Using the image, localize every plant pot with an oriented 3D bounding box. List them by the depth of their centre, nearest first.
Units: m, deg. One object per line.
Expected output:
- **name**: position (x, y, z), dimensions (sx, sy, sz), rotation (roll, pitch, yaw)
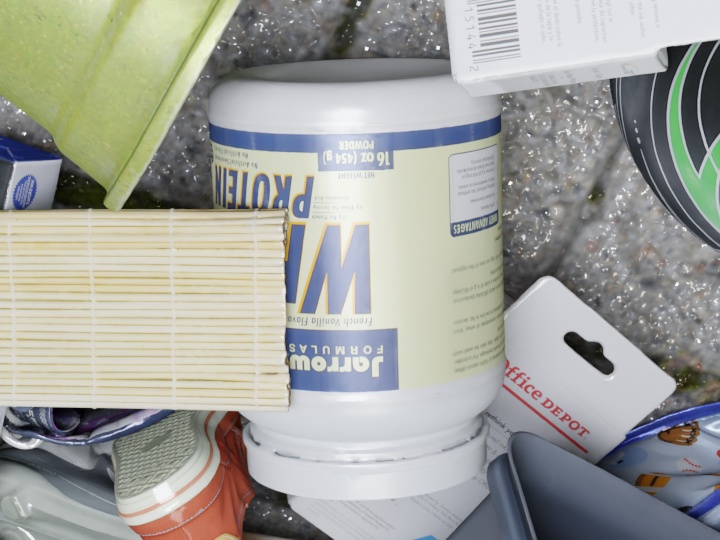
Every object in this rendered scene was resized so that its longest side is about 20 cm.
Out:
- **plant pot**: position (-0.140, -0.157, 0.809), dimensions (0.184, 0.200, 0.200), rotation (29, 112, -9)

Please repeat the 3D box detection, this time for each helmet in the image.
- **helmet**: position (0.215, -0.096, 0.875), dimensions (0.200, 0.200, 0.191), rotation (27, 134, -20)

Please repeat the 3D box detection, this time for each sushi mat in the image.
- **sushi mat**: position (-0.128, 0.018, 0.855), dimensions (0.200, 0.012, 0.096), rotation (0, 99, 16)

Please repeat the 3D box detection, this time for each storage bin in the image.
- **storage bin**: position (0.112, 0.200, 0.919), dimensions (0.200, 0.146, 0.134), rotation (28, 120, -31)

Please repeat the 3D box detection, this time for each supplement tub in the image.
- **supplement tub**: position (0.000, 0.000, 0.900), dimensions (0.145, 0.145, 0.200), rotation (-3, 101, -5)

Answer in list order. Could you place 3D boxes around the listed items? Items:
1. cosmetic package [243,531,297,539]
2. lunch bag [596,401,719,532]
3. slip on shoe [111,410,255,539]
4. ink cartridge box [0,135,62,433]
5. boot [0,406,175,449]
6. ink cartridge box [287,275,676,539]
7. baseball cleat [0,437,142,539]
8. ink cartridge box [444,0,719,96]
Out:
- **cosmetic package**: position (-0.049, 0.213, 1.023), dimensions (0.200, 0.103, 0.087), rotation (6, 137, 11)
- **lunch bag**: position (0.198, 0.181, 1.070), dimensions (0.200, 0.124, 0.170), rotation (-29, 119, -4)
- **slip on shoe**: position (-0.088, 0.105, 0.945), dimensions (0.074, 0.200, 0.061), rotation (-30, 102, 3)
- **ink cartridge box**: position (-0.220, 0.026, 0.920), dimensions (0.094, 0.044, 0.200), rotation (20, 104, 23)
- **boot**: position (-0.192, 0.059, 0.967), dimensions (0.200, 0.090, 0.073), rotation (-16, 120, 2)
- **ink cartridge box**: position (0.065, 0.082, 1.025), dimensions (0.116, 0.067, 0.200), rotation (39, 109, -24)
- **baseball cleat**: position (-0.119, 0.135, 0.997), dimensions (0.200, 0.106, 0.070), rotation (22, 122, 10)
- **ink cartridge box**: position (0.120, -0.189, 0.807), dimensions (0.176, 0.045, 0.200), rotation (-7, 83, 15)
